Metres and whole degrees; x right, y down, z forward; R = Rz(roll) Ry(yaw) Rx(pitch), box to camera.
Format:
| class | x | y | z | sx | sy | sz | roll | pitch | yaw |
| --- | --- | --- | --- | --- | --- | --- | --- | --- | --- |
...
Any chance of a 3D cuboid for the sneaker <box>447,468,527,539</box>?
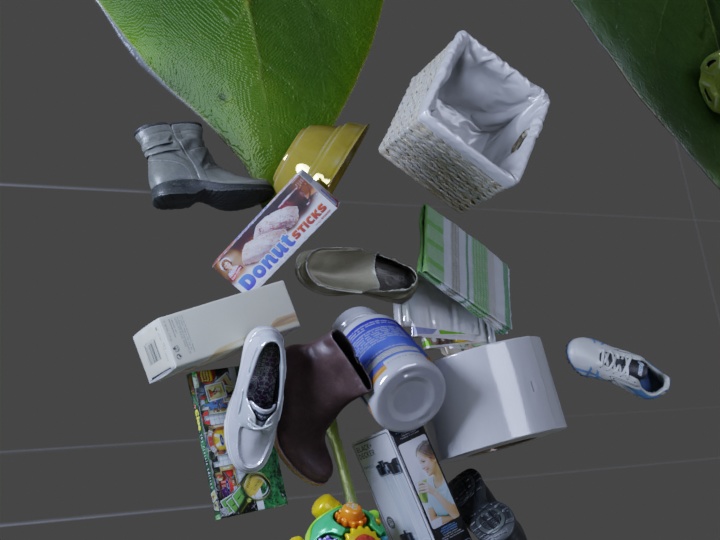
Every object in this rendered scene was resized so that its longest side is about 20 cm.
| class | x | y | z | sx | sy | sz | roll | pitch | yaw |
| --- | --- | --- | --- | --- | --- | --- | --- | --- | --- |
| sneaker | 0.178 | 0.357 | 1.691 | 0.076 | 0.200 | 0.091 | -39 | 115 | -2 |

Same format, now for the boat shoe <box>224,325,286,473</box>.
| class | x | y | z | sx | sy | sz | roll | pitch | yaw |
| --- | --- | --- | --- | --- | --- | --- | --- | --- | --- |
| boat shoe | -0.131 | 0.176 | 1.554 | 0.072 | 0.069 | 0.201 | 13 | 98 | -15 |

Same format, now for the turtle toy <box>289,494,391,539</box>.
| class | x | y | z | sx | sy | sz | roll | pitch | yaw |
| --- | --- | --- | --- | --- | --- | --- | --- | --- | --- |
| turtle toy | -0.026 | 0.397 | 1.586 | 0.146 | 0.101 | 0.200 | 44 | 55 | -9 |

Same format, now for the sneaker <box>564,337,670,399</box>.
| class | x | y | z | sx | sy | sz | roll | pitch | yaw |
| --- | --- | --- | --- | --- | --- | --- | --- | --- | --- |
| sneaker | 0.430 | 0.158 | 1.974 | 0.199 | 0.072 | 0.072 | 23 | 63 | -20 |

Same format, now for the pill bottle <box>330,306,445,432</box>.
| class | x | y | z | sx | sy | sz | roll | pitch | yaw |
| --- | --- | --- | --- | --- | --- | --- | --- | --- | --- |
| pill bottle | 0.031 | 0.130 | 1.664 | 0.111 | 0.200 | 0.113 | -10 | 119 | -19 |

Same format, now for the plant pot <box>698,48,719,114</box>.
| class | x | y | z | sx | sy | sz | roll | pitch | yaw |
| --- | --- | --- | --- | --- | --- | --- | --- | --- | --- |
| plant pot | 0.780 | -0.391 | 2.342 | 0.183 | 0.200 | 0.201 | -23 | 84 | -24 |

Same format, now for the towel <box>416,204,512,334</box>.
| class | x | y | z | sx | sy | sz | roll | pitch | yaw |
| --- | --- | --- | --- | --- | --- | --- | --- | --- | --- |
| towel | 0.162 | 0.000 | 1.863 | 0.200 | 0.031 | 0.150 | 34 | 39 | -28 |

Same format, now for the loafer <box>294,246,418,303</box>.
| class | x | y | z | sx | sy | sz | roll | pitch | yaw |
| --- | --- | --- | --- | --- | --- | --- | --- | --- | --- |
| loafer | 0.000 | 0.000 | 1.771 | 0.199 | 0.068 | 0.076 | 8 | 67 | -22 |

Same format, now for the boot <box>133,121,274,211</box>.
| class | x | y | z | sx | sy | sz | roll | pitch | yaw |
| --- | --- | --- | --- | --- | --- | --- | --- | --- | --- |
| boot | -0.222 | -0.159 | 1.711 | 0.199 | 0.068 | 0.131 | -1 | 66 | -33 |

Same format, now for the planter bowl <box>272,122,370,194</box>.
| class | x | y | z | sx | sy | sz | roll | pitch | yaw |
| --- | --- | --- | --- | --- | --- | --- | --- | --- | --- |
| planter bowl | -0.071 | -0.149 | 1.727 | 0.083 | 0.201 | 0.201 | 31 | 57 | 0 |

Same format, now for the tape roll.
| class | x | y | z | sx | sy | sz | roll | pitch | yaw |
| --- | --- | --- | --- | --- | --- | --- | --- | --- | --- |
| tape roll | 0.188 | 0.192 | 1.735 | 0.202 | 0.202 | 0.140 | -7 | 76 | -33 |

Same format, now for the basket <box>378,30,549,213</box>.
| class | x | y | z | sx | sy | sz | roll | pitch | yaw |
| --- | --- | --- | --- | --- | --- | --- | --- | --- | --- |
| basket | 0.168 | -0.234 | 1.913 | 0.199 | 0.161 | 0.199 | 34 | 58 | -15 |

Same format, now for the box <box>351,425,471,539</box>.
| class | x | y | z | sx | sy | sz | roll | pitch | yaw |
| --- | --- | --- | --- | --- | --- | --- | --- | --- | --- |
| box | 0.072 | 0.316 | 1.670 | 0.060 | 0.117 | 0.201 | -18 | 83 | -32 |

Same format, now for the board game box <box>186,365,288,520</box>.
| class | x | y | z | sx | sy | sz | roll | pitch | yaw |
| --- | --- | --- | --- | --- | --- | --- | --- | --- | --- |
| board game box | -0.168 | 0.231 | 1.615 | 0.104 | 0.023 | 0.201 | -5 | 74 | -35 |

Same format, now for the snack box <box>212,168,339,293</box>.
| class | x | y | z | sx | sy | sz | roll | pitch | yaw |
| --- | --- | --- | --- | --- | --- | --- | --- | --- | --- |
| snack box | -0.119 | -0.050 | 1.654 | 0.072 | 0.200 | 0.024 | 40 | 26 | -12 |

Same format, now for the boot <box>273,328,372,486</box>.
| class | x | y | z | sx | sy | sz | roll | pitch | yaw |
| --- | --- | --- | --- | --- | --- | --- | --- | --- | --- |
| boot | -0.050 | 0.189 | 1.601 | 0.072 | 0.166 | 0.201 | -36 | 101 | -54 |

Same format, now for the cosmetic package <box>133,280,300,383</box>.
| class | x | y | z | sx | sy | sz | roll | pitch | yaw |
| --- | --- | --- | --- | --- | --- | --- | --- | --- | --- |
| cosmetic package | -0.194 | 0.083 | 1.608 | 0.199 | 0.105 | 0.071 | -17 | 82 | -33 |

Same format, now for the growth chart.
| class | x | y | z | sx | sy | sz | roll | pitch | yaw |
| --- | --- | --- | --- | --- | --- | --- | --- | --- | --- |
| growth chart | 0.131 | 0.068 | 1.861 | 0.199 | 0.018 | 0.146 | 14 | 65 | -26 |
